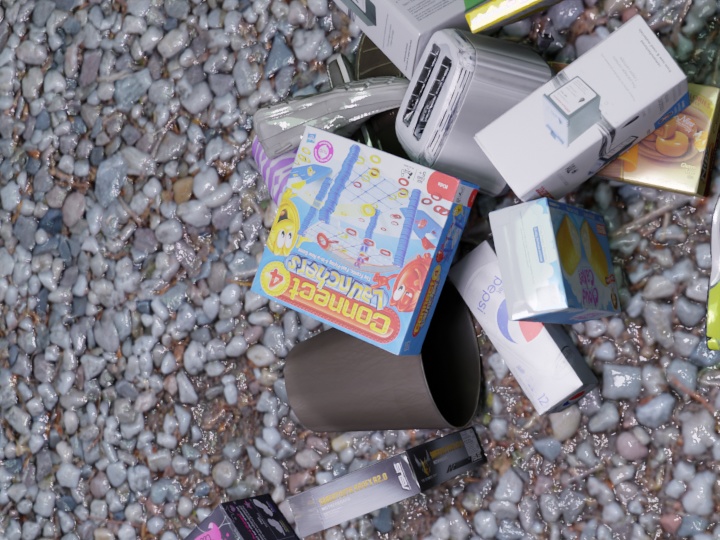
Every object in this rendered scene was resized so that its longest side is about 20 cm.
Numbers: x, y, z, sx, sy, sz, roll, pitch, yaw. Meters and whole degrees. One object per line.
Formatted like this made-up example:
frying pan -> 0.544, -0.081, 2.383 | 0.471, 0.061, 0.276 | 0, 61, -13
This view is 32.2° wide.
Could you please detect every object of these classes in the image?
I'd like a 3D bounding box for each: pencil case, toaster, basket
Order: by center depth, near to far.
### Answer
toaster -> 0.128, -0.185, 1.390 | 0.201, 0.129, 0.114 | -65, 31, 25
basket -> 0.022, 0.118, 1.462 | 0.199, 0.136, 0.181 | -18, 56, 31
pencil case -> -0.070, -0.099, 1.513 | 0.084, 0.086, 0.200 | -16, 47, -9

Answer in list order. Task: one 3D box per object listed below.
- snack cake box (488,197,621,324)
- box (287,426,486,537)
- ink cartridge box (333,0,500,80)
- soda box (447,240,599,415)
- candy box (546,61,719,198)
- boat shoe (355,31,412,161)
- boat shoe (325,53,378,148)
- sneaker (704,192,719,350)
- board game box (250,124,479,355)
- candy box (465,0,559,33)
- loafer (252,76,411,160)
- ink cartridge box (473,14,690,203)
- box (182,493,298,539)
snack cake box -> 0.211, -0.005, 1.328 | 0.067, 0.200, 0.116 | -15, 81, 26
box -> 0.034, 0.236, 1.410 | 0.158, 0.200, 0.049 | -25, 80, 25
ink cartridge box -> 0.056, -0.341, 1.456 | 0.146, 0.084, 0.200 | -32, 67, -21
soda box -> 0.183, 0.064, 1.414 | 0.063, 0.068, 0.200 | -39, 70, 20
candy box -> 0.291, -0.156, 1.375 | 0.199, 0.055, 0.116 | 14, 93, 28
boat shoe -> 0.046, -0.201, 1.502 | 0.072, 0.068, 0.201 | -12, 84, 34
boat shoe -> -0.007, -0.165, 1.524 | 0.060, 0.072, 0.203 | -23, 81, 20
sneaker -> 0.408, -0.013, 1.305 | 0.081, 0.074, 0.201 | 4, 97, 21
board game box -> 0.002, -0.034, 1.359 | 0.199, 0.056, 0.197 | 22, 96, 25
candy box -> 0.188, -0.295, 1.357 | 0.102, 0.200, 0.027 | -25, 94, 25
loafer -> -0.028, -0.179, 1.463 | 0.199, 0.070, 0.070 | -11, 106, 19
ink cartridge box -> 0.230, -0.155, 1.276 | 0.200, 0.146, 0.086 | -38, 77, 11
box -> -0.176, 0.393, 1.560 | 0.200, 0.115, 0.132 | -45, 69, 18
